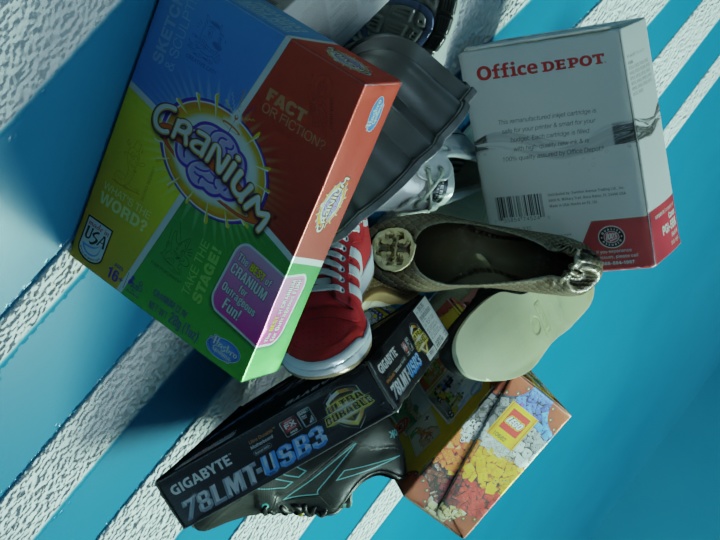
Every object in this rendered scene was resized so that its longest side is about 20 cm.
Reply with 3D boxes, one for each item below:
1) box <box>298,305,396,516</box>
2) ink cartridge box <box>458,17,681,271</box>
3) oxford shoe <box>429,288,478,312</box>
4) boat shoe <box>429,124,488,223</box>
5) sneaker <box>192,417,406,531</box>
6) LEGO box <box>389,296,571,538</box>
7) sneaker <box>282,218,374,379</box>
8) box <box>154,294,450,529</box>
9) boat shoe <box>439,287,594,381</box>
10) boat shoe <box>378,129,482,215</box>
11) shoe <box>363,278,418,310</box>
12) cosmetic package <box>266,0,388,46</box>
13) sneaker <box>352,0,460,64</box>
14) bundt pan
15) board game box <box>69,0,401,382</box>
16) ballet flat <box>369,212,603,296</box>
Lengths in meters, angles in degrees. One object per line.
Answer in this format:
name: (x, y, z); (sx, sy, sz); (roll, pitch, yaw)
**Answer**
box: (-0.018, 0.125, 1.407); (0.200, 0.070, 0.064); (-61, 156, 9)
ink cartridge box: (0.178, -0.103, 1.291); (0.083, 0.146, 0.201); (-29, 112, -58)
oxford shoe: (0.082, 0.065, 1.543); (0.200, 0.075, 0.071); (-37, 113, -3)
boat shoe: (0.106, -0.070, 1.389); (0.202, 0.072, 0.060); (-59, 172, -30)
sneaker: (-0.054, 0.184, 1.324); (0.200, 0.079, 0.075); (-27, 175, -2)
LEGO box: (0.089, 0.130, 1.416); (0.149, 0.077, 0.200); (-49, -159, 6)
sneaker: (-0.027, -0.012, 1.111); (0.200, 0.071, 0.113); (-83, 168, -62)
box: (-0.039, 0.106, 1.187); (0.200, 0.050, 0.198); (-32, -178, 20)
boat shoe: (0.127, 0.044, 1.323); (0.201, 0.063, 0.074); (-32, 107, -47)
boat shoe: (0.049, -0.083, 1.268); (0.200, 0.067, 0.074); (-26, 143, -52)
shoe: (0.000, 0.000, 1.313); (0.200, 0.053, 0.070); (-12, 98, -66)
cosmetic package: (-0.013, -0.201, 0.994); (0.200, 0.051, 0.083); (-47, 154, -23)
sneaker: (0.033, -0.170, 1.133); (0.087, 0.074, 0.200); (-51, 168, -46)
bundt pan: (-0.025, -0.082, 1.007); (0.202, 0.076, 0.202); (-40, -167, 11)
board game box: (-0.080, -0.058, 0.913); (0.040, 0.153, 0.200); (-15, 133, -57)
ballet flat: (0.098, -0.010, 1.237); (0.046, 0.199, 0.068); (117, -19, -81)
